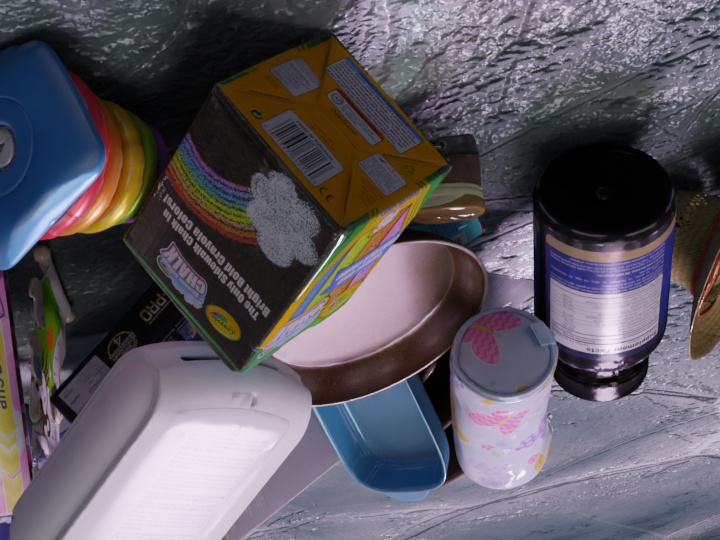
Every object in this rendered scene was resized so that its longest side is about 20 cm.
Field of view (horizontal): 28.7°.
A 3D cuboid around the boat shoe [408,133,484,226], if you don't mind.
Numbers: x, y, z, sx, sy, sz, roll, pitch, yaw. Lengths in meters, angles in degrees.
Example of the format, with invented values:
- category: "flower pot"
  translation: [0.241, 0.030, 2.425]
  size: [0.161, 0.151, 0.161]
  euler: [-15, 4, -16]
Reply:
- category: "boat shoe"
  translation: [-0.005, -0.066, 1.016]
  size: [0.197, 0.066, 0.073]
  euler: [0, 170, 17]

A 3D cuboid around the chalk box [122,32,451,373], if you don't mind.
- category: "chalk box"
  translation: [-0.059, -0.030, 0.915]
  size: [0.124, 0.125, 0.200]
  euler: [-32, 167, -45]

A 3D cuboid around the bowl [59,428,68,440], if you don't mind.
- category: "bowl"
  translation: [-0.182, 0.119, 1.242]
  size: [0.199, 0.040, 0.201]
  euler: [-29, 180, 0]

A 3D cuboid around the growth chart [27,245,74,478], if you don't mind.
- category: "growth chart"
  translation: [-0.242, 0.094, 1.097]
  size: [0.017, 0.203, 0.145]
  euler: [-2, 163, -3]

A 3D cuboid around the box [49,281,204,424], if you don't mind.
- category: "box"
  translation: [-0.127, 0.073, 1.108]
  size: [0.200, 0.049, 0.162]
  euler: [-49, 142, -11]

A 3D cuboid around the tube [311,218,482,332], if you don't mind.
- category: "tube"
  translation: [0.000, 0.000, 1.099]
  size: [0.198, 0.051, 0.078]
  euler: [-31, 133, -3]

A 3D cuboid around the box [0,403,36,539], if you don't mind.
- category: "box"
  translation: [-0.375, 0.165, 1.203]
  size: [0.103, 0.150, 0.199]
  euler: [7, 169, 33]

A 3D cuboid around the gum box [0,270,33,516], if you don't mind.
- category: "gum box"
  translation: [-0.316, 0.087, 1.069]
  size: [0.112, 0.203, 0.066]
  euler: [-7, -162, -11]

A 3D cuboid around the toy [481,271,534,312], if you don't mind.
- category: "toy"
  translation: [0.045, 0.003, 1.203]
  size: [0.197, 0.048, 0.115]
  euler: [6, 154, -24]

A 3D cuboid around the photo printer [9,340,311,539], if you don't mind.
- category: "photo printer"
  translation: [-0.137, 0.135, 1.015]
  size: [0.165, 0.070, 0.201]
  euler: [13, 122, -47]

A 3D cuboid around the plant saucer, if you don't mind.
- category: "plant saucer"
  translation: [0.002, 0.033, 1.079]
  size: [0.198, 0.035, 0.201]
  euler: [-18, 145, -13]

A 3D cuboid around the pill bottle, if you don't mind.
- category: "pill bottle"
  translation: [0.194, 0.008, 1.131]
  size: [0.110, 0.113, 0.202]
  euler: [-10, 134, -3]

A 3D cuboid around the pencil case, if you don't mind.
- category: "pencil case"
  translation: [0.120, 0.110, 1.169]
  size: [0.089, 0.084, 0.201]
  euler: [-10, 149, 1]

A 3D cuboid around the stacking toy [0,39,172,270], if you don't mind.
- category: "stacking toy"
  translation: [-0.164, -0.067, 0.919]
  size: [0.116, 0.110, 0.199]
  euler: [-42, 157, 23]

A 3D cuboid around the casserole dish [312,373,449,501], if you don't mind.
- category: "casserole dish"
  translation: [0.013, 0.120, 1.277]
  size: [0.120, 0.039, 0.202]
  euler: [-9, 117, 37]

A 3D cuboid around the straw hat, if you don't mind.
- category: "straw hat"
  translation: [0.286, -0.026, 1.194]
  size: [0.084, 0.203, 0.201]
  euler: [24, 167, 24]

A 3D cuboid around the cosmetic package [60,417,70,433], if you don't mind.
- category: "cosmetic package"
  translation: [-0.225, 0.162, 1.404]
  size: [0.197, 0.052, 0.151]
  euler: [-6, 159, -14]

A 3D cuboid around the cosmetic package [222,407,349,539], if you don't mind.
- category: "cosmetic package"
  translation: [-0.102, 0.164, 1.289]
  size: [0.089, 0.108, 0.199]
  euler: [-13, -169, 37]

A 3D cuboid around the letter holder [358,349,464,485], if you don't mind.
- category: "letter holder"
  translation: [0.051, 0.127, 1.349]
  size: [0.099, 0.144, 0.200]
  euler: [6, 150, -34]
